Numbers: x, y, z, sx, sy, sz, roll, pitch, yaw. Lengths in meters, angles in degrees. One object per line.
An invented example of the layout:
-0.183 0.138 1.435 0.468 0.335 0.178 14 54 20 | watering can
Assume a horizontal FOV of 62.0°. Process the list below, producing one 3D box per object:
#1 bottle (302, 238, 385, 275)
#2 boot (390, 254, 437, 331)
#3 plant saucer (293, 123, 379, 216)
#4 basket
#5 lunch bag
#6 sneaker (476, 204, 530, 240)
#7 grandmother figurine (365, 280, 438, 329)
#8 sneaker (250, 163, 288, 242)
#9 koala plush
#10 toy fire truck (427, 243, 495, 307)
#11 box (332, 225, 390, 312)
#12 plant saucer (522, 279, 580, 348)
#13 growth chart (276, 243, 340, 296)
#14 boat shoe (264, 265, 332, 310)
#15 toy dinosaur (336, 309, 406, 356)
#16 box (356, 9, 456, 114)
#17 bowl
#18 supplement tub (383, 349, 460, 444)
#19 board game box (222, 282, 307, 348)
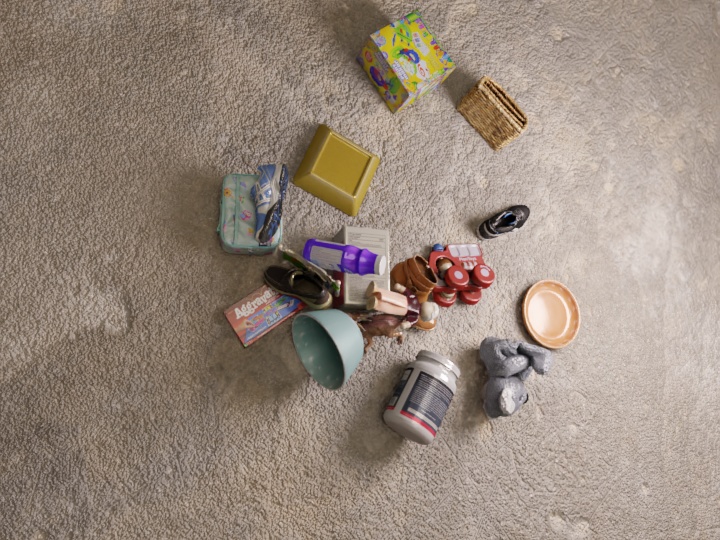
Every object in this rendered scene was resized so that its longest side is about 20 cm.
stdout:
-0.038 -0.028 1.440 0.197 0.084 0.066 11 79 19 | bottle
0.158 0.061 1.562 0.200 0.154 0.074 47 50 -4 | boot
-0.056 -0.280 1.626 0.198 0.048 0.203 28 70 -13 | plant saucer
0.417 -0.489 1.792 0.200 0.149 0.143 45 67 -4 | basket
-0.277 -0.138 1.495 0.157 0.077 0.204 3 76 -20 | lunch bag
0.442 -0.147 1.742 0.198 0.112 0.074 -27 88 -23 | sneaker
0.109 0.088 1.483 0.197 0.060 0.124 13 67 -27 | grandmother figurine
-0.229 -0.163 1.449 0.076 0.076 0.204 9 73 6 | sneaker
0.387 0.296 1.600 0.181 0.178 0.203 20 72 -2 | koala plush
0.266 -0.001 1.660 0.196 0.113 0.170 -3 55 -21 | toy fire truck
0.000 0.000 1.549 0.125 0.109 0.204 4 76 -18 | box
0.556 0.129 1.762 0.196 0.037 0.204 5 76 -18 | plant saucer
-0.126 0.000 1.465 0.198 0.145 0.018 32 74 11 | growth chart
-0.155 0.026 1.454 0.197 0.065 0.074 22 56 24 | boat shoe
0.042 0.136 1.505 0.196 0.136 0.087 -14 55 4 | toy dinosaur
0.130 -0.600 1.726 0.191 0.122 0.202 -35 92 -23 | box
-0.066 0.176 1.448 0.104 0.200 0.203 -26 87 -35 | bowl
0.157 0.320 1.516 0.139 0.140 0.202 34 69 -9 | supplement tub
-0.232 0.093 1.492 0.199 0.019 0.104 -34 90 -23 | board game box
